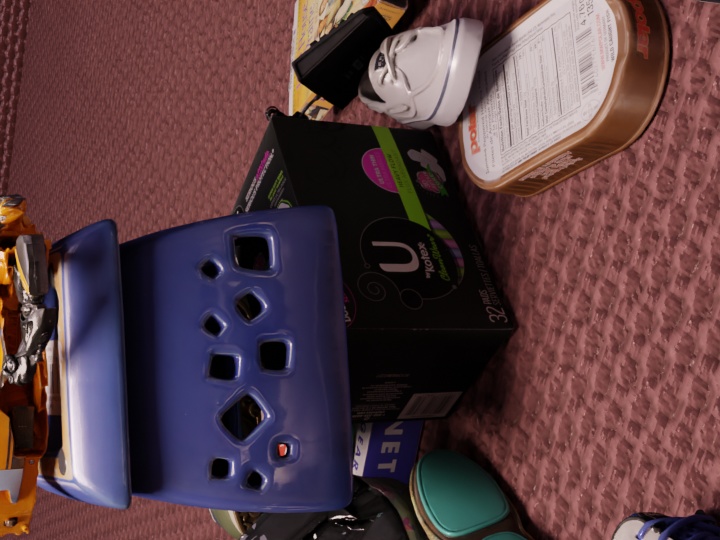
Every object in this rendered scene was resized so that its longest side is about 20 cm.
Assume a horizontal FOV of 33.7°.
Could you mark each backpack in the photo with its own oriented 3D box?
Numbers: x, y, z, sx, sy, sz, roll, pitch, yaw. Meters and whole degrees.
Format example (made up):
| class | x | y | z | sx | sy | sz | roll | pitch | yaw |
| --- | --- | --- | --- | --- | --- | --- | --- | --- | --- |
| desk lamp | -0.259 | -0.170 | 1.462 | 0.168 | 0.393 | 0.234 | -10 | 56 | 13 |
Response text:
| class | x | y | z | sx | sy | sz | roll | pitch | yaw |
| --- | --- | --- | --- | --- | --- | --- | --- | --- | --- |
| backpack | -0.024 | 0.243 | 0.885 | 0.167 | 0.126 | 0.201 | 37 | 95 | 29 |

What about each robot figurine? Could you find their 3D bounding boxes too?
| class | x | y | z | sx | sy | sz | roll | pitch | yaw |
| --- | --- | --- | --- | --- | --- | --- | --- | --- | --- |
| robot figurine | -0.228 | 0.053 | 0.733 | 0.145 | 0.058 | 0.202 | 30 | 118 | 56 |

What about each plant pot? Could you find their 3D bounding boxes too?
| class | x | y | z | sx | sy | sz | roll | pitch | yaw |
| --- | --- | --- | --- | --- | --- | --- | --- | --- | --- |
| plant pot | -0.130 | 0.063 | 0.801 | 0.200 | 0.178 | 0.202 | -11 | 81 | 61 |

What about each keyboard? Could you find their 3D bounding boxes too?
| class | x | y | z | sx | sy | sz | roll | pitch | yaw |
| --- | --- | --- | --- | --- | --- | --- | --- | --- | --- |
| keyboard | -0.026 | -0.152 | 0.941 | 0.127 | 0.021 | 0.200 | -42 | -5 | 7 |

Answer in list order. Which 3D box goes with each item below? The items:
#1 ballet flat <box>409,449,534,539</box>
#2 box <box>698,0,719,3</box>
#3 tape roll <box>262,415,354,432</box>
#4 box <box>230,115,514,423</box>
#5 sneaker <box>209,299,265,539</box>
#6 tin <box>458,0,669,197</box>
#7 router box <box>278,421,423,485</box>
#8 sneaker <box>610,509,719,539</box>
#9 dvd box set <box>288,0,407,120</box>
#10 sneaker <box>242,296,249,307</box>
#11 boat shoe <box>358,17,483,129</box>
| class | x | y | z | sx | sy | sz | roll | pitch | yaw |
| --- | --- | --- | --- | --- | --- | --- | --- | --- | --- |
| ballet flat | 0.087 | 0.196 | 0.809 | 0.200 | 0.070 | 0.071 | 41 | 123 | 58 |
| box | 0.165 | -0.268 | 0.608 | 0.200 | 0.122 | 0.200 | -118 | 36 | -51 |
| tape roll | -0.069 | 0.129 | 1.034 | 0.200 | 0.048 | 0.203 | -15 | 73 | 62 |
| box | 0.000 | 0.000 | 0.905 | 0.125 | 0.147 | 0.201 | -59 | 39 | 43 |
| sneaker | -0.114 | 0.124 | 0.978 | 0.090 | 0.067 | 0.202 | -21 | 81 | 61 |
| tin | 0.126 | -0.120 | 0.792 | 0.200 | 0.042 | 0.113 | -30 | 56 | 60 |
| router box | -0.017 | 0.154 | 1.036 | 0.179 | 0.048 | 0.202 | 35 | 118 | 60 |
| sneaker | 0.180 | 0.161 | 0.601 | 0.200 | 0.080 | 0.116 | -60 | 39 | 45 |
| dvd box set | -0.013 | -0.239 | 1.072 | 0.200 | 0.029 | 0.148 | 137 | 140 | -55 |
| sneaker | -0.075 | -0.033 | 1.035 | 0.072 | 0.200 | 0.072 | 31 | 154 | 39 |
| boat shoe | 0.038 | -0.143 | 0.882 | 0.200 | 0.065 | 0.074 | 152 | 130 | -78 |
